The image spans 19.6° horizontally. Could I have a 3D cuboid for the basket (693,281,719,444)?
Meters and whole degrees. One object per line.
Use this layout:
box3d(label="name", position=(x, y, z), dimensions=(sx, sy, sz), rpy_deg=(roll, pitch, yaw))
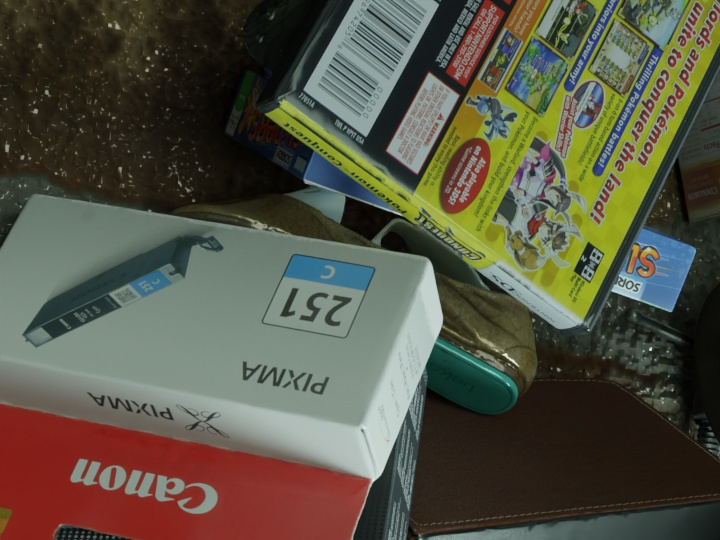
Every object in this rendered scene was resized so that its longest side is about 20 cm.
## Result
box3d(label="basket", position=(0.286, 0.039, 1.093), dimensions=(0.198, 0.181, 0.137), rpy_deg=(-13, 54, -25))

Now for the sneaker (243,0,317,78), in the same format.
box3d(label="sneaker", position=(0.019, -0.115, 0.994), dimensions=(0.090, 0.078, 0.200), rpy_deg=(61, 34, -2))

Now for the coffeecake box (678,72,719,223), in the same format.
box3d(label="coffeecake box", position=(0.243, -0.137, 1.148), dimensions=(0.152, 0.073, 0.202), rpy_deg=(-8, 86, -28))

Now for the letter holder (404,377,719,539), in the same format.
box3d(label="letter holder", position=(0.068, 0.127, 1.019), dimensions=(0.198, 0.142, 0.102), rpy_deg=(-2, 115, -30))

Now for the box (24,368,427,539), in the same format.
box3d(label="box", position=(-0.061, 0.113, 0.892), dimensions=(0.158, 0.044, 0.201), rpy_deg=(0, 52, 13))

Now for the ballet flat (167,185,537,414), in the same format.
box3d(label="ballet flat", position=(0.000, 0.000, 1.012), dimensions=(0.198, 0.068, 0.073), rpy_deg=(24, 54, -11))

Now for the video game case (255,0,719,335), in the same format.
box3d(label="video game case", position=(0.072, -0.103, 0.931), dimensions=(0.180, 0.025, 0.201), rpy_deg=(35, 70, -18))

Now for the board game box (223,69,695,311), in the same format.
box3d(label="board game box", position=(0.045, -0.040, 1.001), dimensions=(0.198, 0.135, 0.035), rpy_deg=(19, 96, -22))

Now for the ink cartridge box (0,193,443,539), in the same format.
box3d(label="ink cartridge box", position=(-0.085, 0.058, 0.884), dimensions=(0.045, 0.198, 0.177), rpy_deg=(75, 31, -49))

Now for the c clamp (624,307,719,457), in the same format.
box3d(label="c clamp", position=(0.198, 0.136, 1.113), dimensions=(0.170, 0.027, 0.202), rpy_deg=(15, 72, -30))
